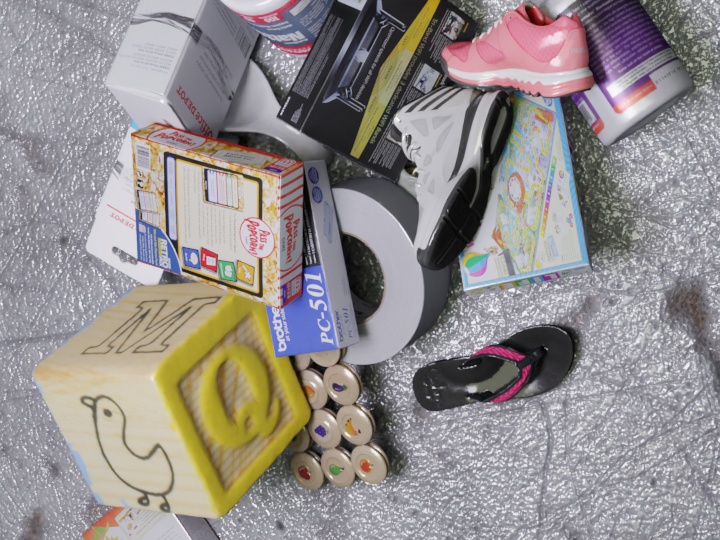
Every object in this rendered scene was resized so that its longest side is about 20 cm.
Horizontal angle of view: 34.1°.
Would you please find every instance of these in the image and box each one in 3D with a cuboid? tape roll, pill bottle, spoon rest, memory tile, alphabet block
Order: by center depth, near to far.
[{"bbox_3d":[0.245,-0.242,1.215,0.111,0.111,0.202,-34,84,19],"label":"pill bottle"},{"bbox_3d":[-0.069,-0.300,1.264,0.118,0.200,0.122,-5,78,22],"label":"pill bottle"},{"bbox_3d":[-0.207,0.139,1.317,0.198,0.197,0.197,-4,119,37],"label":"alphabet block"},{"bbox_3d":[0.000,0.000,1.321,0.198,0.066,0.204,10,110,30],"label":"tape roll"},{"bbox_3d":[-0.051,0.162,1.365,0.152,0.017,0.203,-12,102,39],"label":"memory tile"},{"bbox_3d":[-0.121,-0.183,1.371,0.199,0.061,0.100,35,80,10],"label":"spoon rest"}]

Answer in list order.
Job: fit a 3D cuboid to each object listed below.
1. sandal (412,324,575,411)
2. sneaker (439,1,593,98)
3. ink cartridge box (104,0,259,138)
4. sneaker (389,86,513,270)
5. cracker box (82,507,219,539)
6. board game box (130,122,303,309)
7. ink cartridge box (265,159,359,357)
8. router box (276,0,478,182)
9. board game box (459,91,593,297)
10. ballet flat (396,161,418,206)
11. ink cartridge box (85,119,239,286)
[{"bbox_3d":[0.148,0.117,1.318,0.198,0.045,0.076,-19,88,20],"label":"sandal"},{"bbox_3d":[0.160,-0.231,1.195,0.199,0.073,0.088,19,118,48],"label":"sneaker"},{"bbox_3d":[-0.191,-0.250,1.312,0.082,0.145,0.203,15,73,18],"label":"ink cartridge box"},{"bbox_3d":[0.075,-0.101,1.221,0.114,0.076,0.203,15,74,31],"label":"sneaker"},{"bbox_3d":[-0.240,0.371,1.473,0.134,0.058,0.201,-39,81,19],"label":"cracker box"},{"bbox_3d":[-0.154,-0.060,1.251,0.198,0.046,0.154,18,120,27],"label":"board game box"},{"bbox_3d":[-0.066,-0.012,1.282,0.093,0.044,0.203,-10,92,36],"label":"ink cartridge box"},{"bbox_3d":[0.020,-0.216,1.259,0.052,0.156,0.202,34,97,46],"label":"router box"},{"bbox_3d":[0.161,-0.085,1.234,0.132,0.034,0.203,-11,73,17],"label":"board game box"},{"bbox_3d":[0.131,-0.093,1.290,0.197,0.067,0.065,5,106,20],"label":"ballet flat"},{"bbox_3d":[-0.242,-0.093,1.424,0.115,0.068,0.202,28,103,15],"label":"ink cartridge box"}]
